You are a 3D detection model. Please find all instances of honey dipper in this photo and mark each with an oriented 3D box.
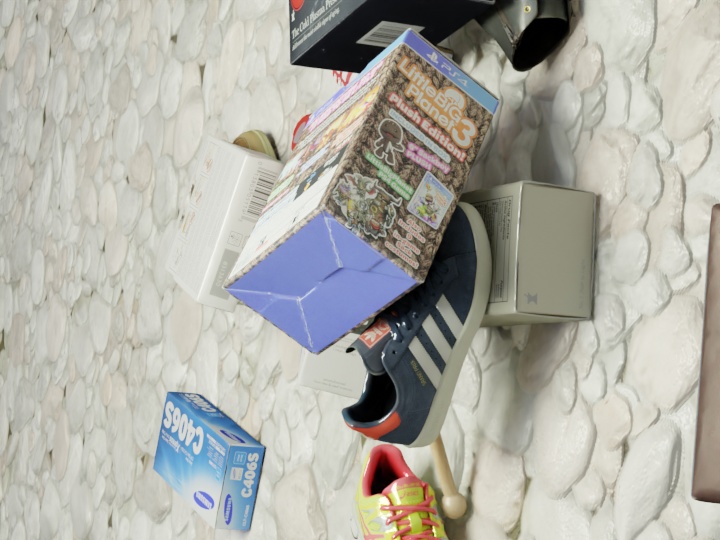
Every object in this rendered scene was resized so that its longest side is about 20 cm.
[{"bbox_3d":[0.052,0.112,1.405,0.038,0.038,0.202,18,127,62],"label":"honey dipper"}]

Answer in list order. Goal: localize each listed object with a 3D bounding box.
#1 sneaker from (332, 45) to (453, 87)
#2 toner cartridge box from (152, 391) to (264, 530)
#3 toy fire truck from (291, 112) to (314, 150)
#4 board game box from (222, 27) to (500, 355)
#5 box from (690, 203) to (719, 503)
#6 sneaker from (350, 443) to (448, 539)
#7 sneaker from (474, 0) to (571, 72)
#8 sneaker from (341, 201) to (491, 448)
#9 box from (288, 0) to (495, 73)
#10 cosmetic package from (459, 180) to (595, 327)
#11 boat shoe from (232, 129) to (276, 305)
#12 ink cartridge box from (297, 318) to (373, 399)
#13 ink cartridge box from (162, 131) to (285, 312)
[{"bbox_3d":[0.009,-0.161,1.595,0.200,0.071,0.113,19,97,60],"label":"sneaker"},{"bbox_3d":[-0.169,0.206,1.878,0.200,0.043,0.096,26,107,61],"label":"toner cartridge box"},{"bbox_3d":[-0.061,-0.058,1.729,0.141,0.048,0.202,1,84,64],"label":"toy fire truck"},{"bbox_3d":[0.001,-0.061,1.345,0.159,0.097,0.201,-35,24,50],"label":"board game box"},{"bbox_3d":[0.299,0.050,0.882,0.200,0.165,0.166,-4,81,62],"label":"box"},{"bbox_3d":[0.037,0.219,1.420,0.200,0.078,0.091,-126,34,-53],"label":"sneaker"},{"bbox_3d":[0.150,-0.262,1.361,0.107,0.074,0.201,-118,34,-41],"label":"sneaker"},{"bbox_3d":[0.038,0.042,1.319,0.075,0.084,0.202,36,115,60],"label":"sneaker"},{"bbox_3d":[0.019,-0.282,1.431,0.200,0.103,0.184,152,119,-63],"label":"box"},{"bbox_3d":[0.102,-0.009,1.376,0.200,0.073,0.105,-5,80,62],"label":"cosmetic package"},{"bbox_3d":[-0.126,-0.060,1.839,0.073,0.062,0.202,-36,52,54],"label":"boat shoe"},{"bbox_3d":[0.000,0.000,1.536,0.116,0.067,0.202,-91,16,-74],"label":"ink cartridge box"},{"bbox_3d":[-0.148,-0.054,1.801,0.200,0.050,0.162,-147,76,-71],"label":"ink cartridge box"}]
